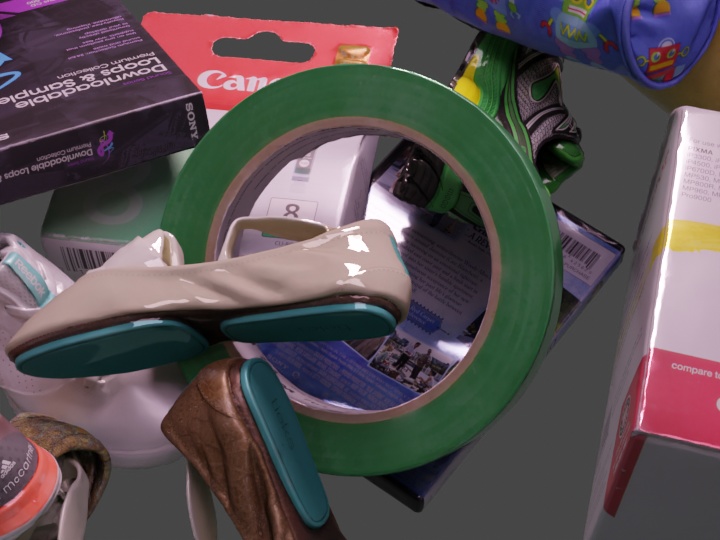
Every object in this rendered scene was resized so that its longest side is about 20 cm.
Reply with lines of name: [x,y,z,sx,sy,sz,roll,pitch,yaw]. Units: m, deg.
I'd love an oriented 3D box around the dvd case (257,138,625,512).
dvd case: [0.031,0.019,1.111,0.142,0.018,0.200,32,60,18]

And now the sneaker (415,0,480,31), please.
sneaker: [0.040,-0.222,1.248,0.075,0.107,0.200,20,14,-40]

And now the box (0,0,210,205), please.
box: [-0.178,-0.099,1.116,0.142,0.036,0.200,-18,33,-17]

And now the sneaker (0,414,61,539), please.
sneaker: [-0.218,0.071,0.973,0.199,0.082,0.077,4,45,45]

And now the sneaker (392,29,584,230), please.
sneaker: [0.084,-0.080,1.140,0.085,0.078,0.200,29,41,0]

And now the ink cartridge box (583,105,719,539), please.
ink cartridge box: [0.173,0.041,1.029,0.083,0.146,0.201,12,55,3]

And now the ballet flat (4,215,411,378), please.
ballet flat: [-0.073,0.009,0.989,0.198,0.070,0.070,-6,55,8]

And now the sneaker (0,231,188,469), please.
sneaker: [-0.162,0.027,1.049,0.199,0.089,0.075,29,57,14]

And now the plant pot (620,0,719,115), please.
plant pot: [0.186,-0.183,1.162,0.141,0.201,0.200,23,56,20]

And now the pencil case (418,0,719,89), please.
pencil case: [0.093,-0.162,1.087,0.199,0.087,0.078,26,53,37]

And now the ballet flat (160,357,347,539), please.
ballet flat: [-0.036,0.140,0.983,0.072,0.068,0.201,-28,91,23]

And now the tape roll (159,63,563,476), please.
tape roll: [0.000,0.000,1.025,0.199,0.048,0.202,0,88,12]

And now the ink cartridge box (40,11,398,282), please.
ink cartridge box: [-0.072,-0.077,1.139,0.160,0.050,0.201,5,57,10]

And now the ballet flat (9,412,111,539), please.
ballet flat: [-0.175,0.151,0.971,0.070,0.071,0.201,19,53,9]
